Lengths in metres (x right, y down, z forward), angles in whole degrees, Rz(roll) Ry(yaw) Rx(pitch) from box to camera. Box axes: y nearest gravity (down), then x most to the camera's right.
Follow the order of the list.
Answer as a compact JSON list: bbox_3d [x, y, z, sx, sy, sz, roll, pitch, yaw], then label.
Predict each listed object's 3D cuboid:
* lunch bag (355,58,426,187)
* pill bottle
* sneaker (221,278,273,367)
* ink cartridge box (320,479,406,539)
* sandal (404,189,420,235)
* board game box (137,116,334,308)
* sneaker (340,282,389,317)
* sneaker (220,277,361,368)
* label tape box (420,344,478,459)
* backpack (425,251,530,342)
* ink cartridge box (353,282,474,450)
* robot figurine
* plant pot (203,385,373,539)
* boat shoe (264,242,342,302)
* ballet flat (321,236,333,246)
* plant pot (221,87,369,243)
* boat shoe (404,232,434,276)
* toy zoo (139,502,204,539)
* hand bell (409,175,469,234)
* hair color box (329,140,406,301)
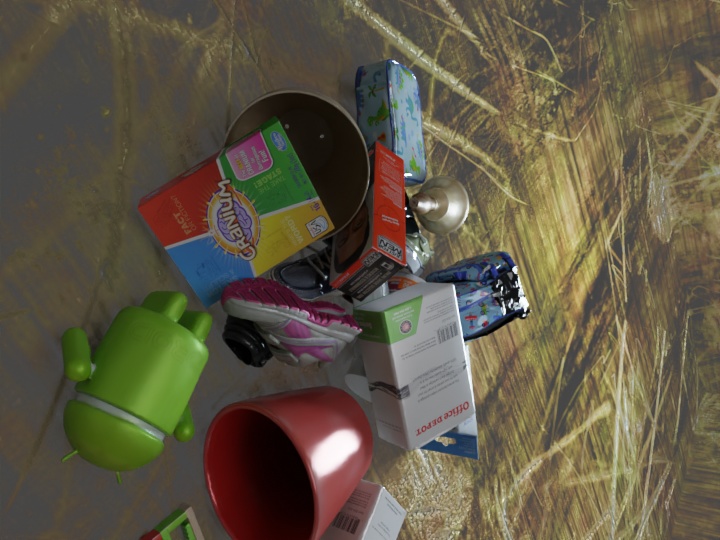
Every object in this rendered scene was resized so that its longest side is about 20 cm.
[{"bbox_3d":[0.056,-0.248,1.015,0.159,0.080,0.208,-8,94,-61],"label":"lunch bag"},{"bbox_3d":[0.053,0.114,0.983,0.110,0.107,0.203,51,53,-33],"label":"pill bottle"},{"bbox_3d":[-0.117,0.102,0.826,0.199,0.070,0.102,39,62,-33],"label":"sneaker"},{"bbox_3d":[-0.043,0.406,0.833,0.085,0.142,0.203,52,53,-33],"label":"ink cartridge box"},{"bbox_3d":[0.069,-0.087,1.006,0.075,0.048,0.201,-43,146,0],"label":"sandal"},{"bbox_3d":[-0.151,-0.070,0.728,0.196,0.040,0.156,-31,116,-2],"label":"board game box"},{"bbox_3d":[0.000,0.000,0.966,0.073,0.082,0.206,48,32,-51],"label":"sneaker"},{"bbox_3d":[-0.093,0.077,0.744,0.196,0.081,0.090,23,101,-30],"label":"sneaker"},{"bbox_3d":[0.129,0.236,1.037,0.065,0.140,0.208,-9,94,-47],"label":"label tape box"},{"bbox_3d":[0.195,0.060,1.109,0.196,0.181,0.139,-21,95,-34],"label":"backpack"},{"bbox_3d":[0.083,0.137,0.871,0.142,0.083,0.207,-17,100,-34],"label":"ink cartridge box"},{"bbox_3d":[-0.244,0.124,0.642,0.176,0.113,0.205,47,56,-42],"label":"robot figurine"},{"bbox_3d":[-0.083,0.251,0.779,0.176,0.195,0.208,-12,97,-57],"label":"plant pot"},{"bbox_3d":[-0.057,-0.008,0.846,0.075,0.093,0.199,48,23,13],"label":"boat shoe"},{"bbox_3d":[-0.039,-0.142,0.928,0.067,0.067,0.208,12,79,-38],"label":"ballet flat"},{"bbox_3d":[-0.085,-0.160,0.808,0.204,0.195,0.136,60,13,-26],"label":"plant pot"},{"bbox_3d":[0.088,-0.037,1.010,0.063,0.071,0.200,-52,168,3],"label":"boat shoe"},{"bbox_3d":[-0.259,0.395,0.679,0.198,0.020,0.135,-32,111,-45],"label":"toy zoo"},{"bbox_3d":[0.115,-0.112,0.968,0.199,0.101,0.108,-12,97,-70],"label":"hand bell"},{"bbox_3d":[0.011,-0.072,0.819,0.060,0.101,0.205,26,45,-27],"label":"hair color box"}]
